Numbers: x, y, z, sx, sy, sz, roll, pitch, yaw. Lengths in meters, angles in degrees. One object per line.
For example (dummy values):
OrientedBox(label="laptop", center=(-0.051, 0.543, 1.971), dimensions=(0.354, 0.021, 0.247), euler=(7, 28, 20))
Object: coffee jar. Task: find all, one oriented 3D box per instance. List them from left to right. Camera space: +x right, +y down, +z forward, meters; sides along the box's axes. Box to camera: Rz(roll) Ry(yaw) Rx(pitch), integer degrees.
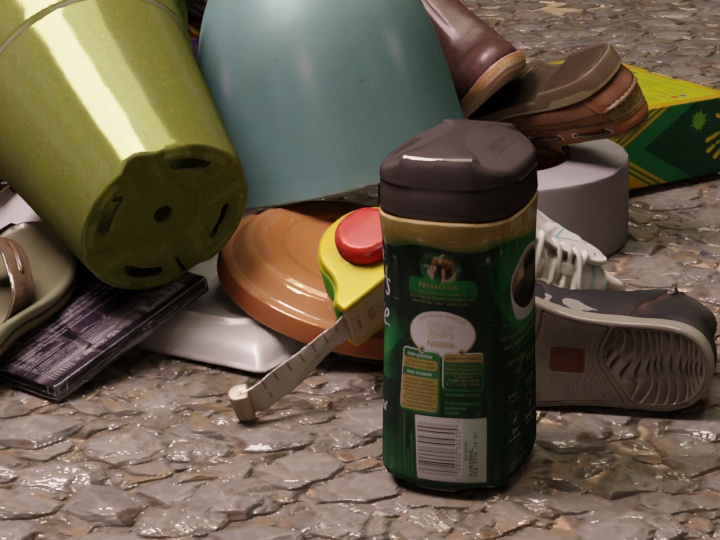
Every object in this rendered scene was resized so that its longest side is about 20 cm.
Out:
OrientedBox(label="coffee jar", center=(0.057, 0.017, 1.223), dimensions=(0.085, 0.202, 0.104), euler=(5, 19, 18))

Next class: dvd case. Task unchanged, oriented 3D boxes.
OrientedBox(label="dvd case", center=(-0.224, 0.025, 1.456), dimensions=(0.199, 0.016, 0.149), euler=(15, 38, 37))

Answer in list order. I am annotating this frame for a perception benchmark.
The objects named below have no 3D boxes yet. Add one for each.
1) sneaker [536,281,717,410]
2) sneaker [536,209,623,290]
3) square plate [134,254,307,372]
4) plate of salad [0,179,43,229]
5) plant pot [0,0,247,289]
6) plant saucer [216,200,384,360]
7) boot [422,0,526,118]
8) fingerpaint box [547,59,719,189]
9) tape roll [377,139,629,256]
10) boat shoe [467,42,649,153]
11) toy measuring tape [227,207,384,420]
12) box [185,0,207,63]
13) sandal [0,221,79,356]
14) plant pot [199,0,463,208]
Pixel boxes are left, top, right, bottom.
OrientedBox(label="sneaker", center=(0.132, 0.042, 1.372), dimensions=(0.198, 0.075, 0.106), euler=(12, 15, 11))
OrientedBox(label="sneaker", center=(0.123, -0.008, 1.425), dimensions=(0.080, 0.071, 0.200), euler=(19, -1, 27))
OrientedBox(label="square plate", center=(-0.093, 0.015, 1.512), dimensions=(0.197, 0.029, 0.200), euler=(10, 22, 31))
OrientedBox(label="plate of salad", center=(-0.309, -0.092, 1.606), dimensions=(0.198, 0.202, 0.048), euler=(6, -14, 20))
OrientedBox(label="plant pot", center=(-0.170, -0.091, 1.450), dimensions=(0.199, 0.201, 0.190), euler=(-11, 46, -29))
OrientedBox(label="plant saucer", center=(0.000, 0.000, 1.476), dimensions=(0.198, 0.033, 0.201), euler=(9, 25, -4))
OrientedBox(label="boot", center=(0.048, -0.203, 1.676), dimensions=(0.072, 0.167, 0.200), euler=(-40, 8, -3))
OrientedBox(label="fingerpaint box", center=(0.201, -0.128, 1.860), dimensions=(0.166, 0.074, 0.200), euler=(-11, 20, -31))
OrientedBox(label="tape roll", center=(0.112, -0.060, 1.672), dimensions=(0.198, 0.067, 0.200), euler=(-1, 19, 0))
OrientedBox(label="boat shoe", center=(0.150, -0.121, 1.652), dimensions=(0.072, 0.068, 0.200), euler=(-47, 17, -17))
OrientedBox(label="toy measuring tape", center=(-0.021, 0.016, 1.362), dimensions=(0.200, 0.074, 0.073), euler=(-39, 33, -20))
OrientedBox(label="box", center=(-0.167, -0.209, 1.706), dimensions=(0.136, 0.039, 0.200), euler=(14, 22, -44))
OrientedBox(label="sandal", center=(-0.246, 0.011, 1.406), dimensions=(0.079, 0.058, 0.201), euler=(0, 25, 16))
OrientedBox(label="plant pot", center=(-0.031, -0.150, 1.576), dimensions=(0.199, 0.162, 0.201), euler=(-13, 10, 2))
